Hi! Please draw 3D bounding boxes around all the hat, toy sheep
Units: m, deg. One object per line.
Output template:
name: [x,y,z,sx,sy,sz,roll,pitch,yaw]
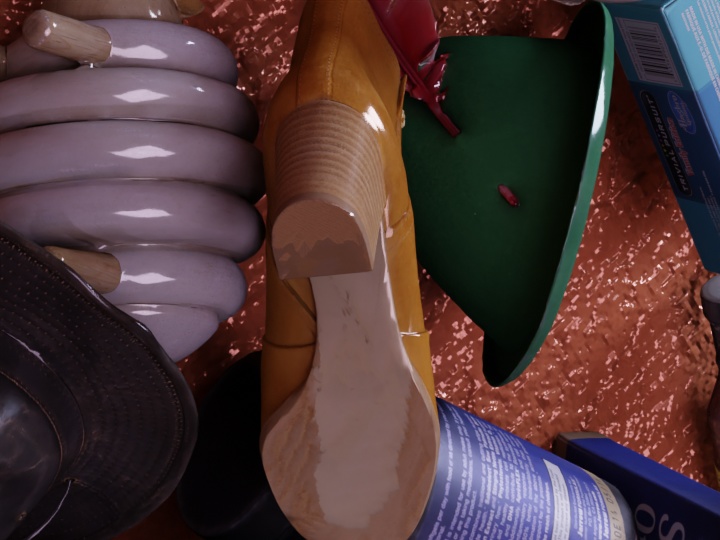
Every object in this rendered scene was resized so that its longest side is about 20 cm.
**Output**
hat: [-0.165,0.067,0.762,0.201,0.200,0.081,55,36,-28]
toy sheep: [-0.099,-0.030,0.814,0.138,0.138,0.200,4,82,-30]
hat: [0.003,-0.065,0.900,0.176,0.166,0.200,15,59,-7]

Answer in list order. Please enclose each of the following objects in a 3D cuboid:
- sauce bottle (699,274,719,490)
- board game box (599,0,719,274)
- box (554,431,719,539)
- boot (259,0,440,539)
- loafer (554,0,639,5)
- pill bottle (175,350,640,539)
sauce bottle: [0.214,0.096,1.065,0.066,0.066,0.200,-24,115,-23]
board game box: [0.216,-0.113,0.966,0.200,0.047,0.151,-38,120,-22]
box: [0.147,0.160,0.963,0.032,0.200,0.121,2,101,-30]
boot: [-0.001,0.000,0.825,0.071,0.144,0.201,0,129,7]
loafer: [0.091,-0.150,0.866,0.075,0.070,0.200,70,24,-13]
pill bottle: [0.021,0.111,0.932,0.200,0.112,0.112,28,87,-32]
